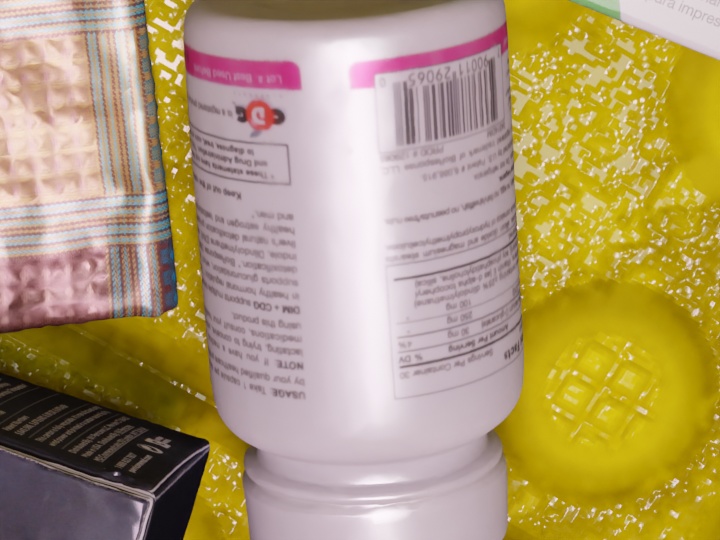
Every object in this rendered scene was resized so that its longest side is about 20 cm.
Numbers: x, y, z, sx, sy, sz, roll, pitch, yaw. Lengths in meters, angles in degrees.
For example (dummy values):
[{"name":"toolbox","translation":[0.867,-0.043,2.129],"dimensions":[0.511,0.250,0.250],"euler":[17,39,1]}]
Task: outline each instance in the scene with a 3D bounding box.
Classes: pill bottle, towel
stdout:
[{"name":"pill bottle","translation":[0.000,0.000,1.038],"dimensions":[0.113,0.113,0.201],"euler":[-4,106,-4]},{"name":"towel","translation":[-0.147,-0.072,1.054],"dimensions":[0.146,0.022,0.201],"euler":[-7,106,-2]}]

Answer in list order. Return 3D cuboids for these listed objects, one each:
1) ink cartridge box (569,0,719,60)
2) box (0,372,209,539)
[{"name":"ink cartridge box","translation":[0.118,-0.186,1.012],"dimensions":[0.146,0.083,0.201],"euler":[20,102,-10]},{"name":"box","translation":[-0.178,0.129,1.013],"dimensions":[0.195,0.124,0.201],"euler":[18,97,4]}]
